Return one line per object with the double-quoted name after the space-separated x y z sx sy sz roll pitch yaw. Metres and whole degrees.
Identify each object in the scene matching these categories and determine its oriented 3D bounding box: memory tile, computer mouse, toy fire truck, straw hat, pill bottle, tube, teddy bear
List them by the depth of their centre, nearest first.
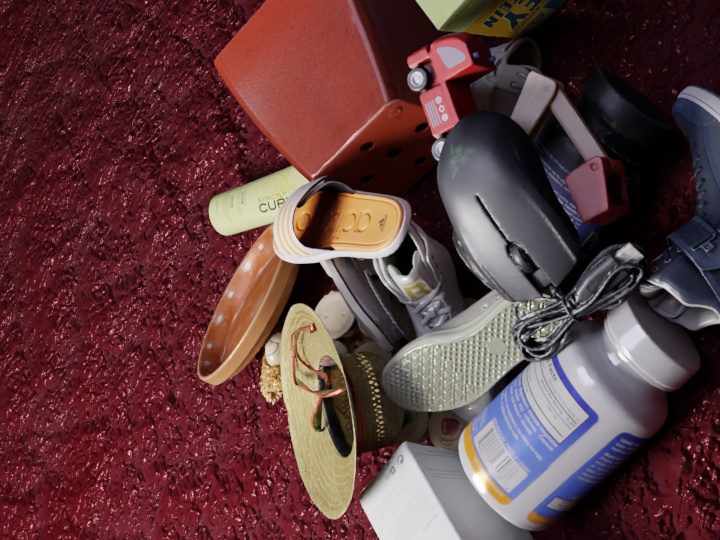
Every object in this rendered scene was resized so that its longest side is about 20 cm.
0.123 -0.039 1.019 0.138 0.052 0.201 -42 72 32 "computer mouse"
0.183 0.114 1.069 0.200 0.111 0.113 -48 47 25 "pill bottle"
0.129 -0.118 1.073 0.140 0.048 0.203 -25 77 31 "toy fire truck"
0.179 -0.073 1.136 0.201 0.111 0.112 -52 45 23 "pill bottle"
-0.005 0.123 1.207 0.201 0.084 0.204 173 90 -68 "straw hat"
0.032 0.096 1.264 0.197 0.017 0.156 2 73 31 "memory tile"
-0.037 0.096 1.351 0.199 0.066 0.147 30 97 47 "teddy bear"
-0.093 -0.088 1.495 0.198 0.052 0.059 -14 107 40 "tube"

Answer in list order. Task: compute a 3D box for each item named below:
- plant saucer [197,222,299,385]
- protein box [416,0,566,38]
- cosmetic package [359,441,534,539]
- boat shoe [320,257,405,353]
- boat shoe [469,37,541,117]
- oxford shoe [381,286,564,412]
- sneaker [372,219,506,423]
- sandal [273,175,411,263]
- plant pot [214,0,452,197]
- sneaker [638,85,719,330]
-0.120 0.037 1.441 0.201 0.032 0.201 -54 18 26 "plant saucer"
0.105 -0.339 1.200 0.135 0.198 0.201 -44 73 29 "protein box"
0.095 0.252 1.119 0.081 0.112 0.201 -52 43 23 "cosmetic package"
0.000 0.000 1.272 0.059 0.072 0.201 -32 43 -1 "boat shoe"
0.138 -0.164 1.199 0.069 0.071 0.201 -26 20 26 "boat shoe"
0.101 0.062 1.122 0.199 0.075 0.058 -35 16 31 "oxford shoe"
0.064 0.043 1.188 0.073 0.115 0.202 -30 61 13 "sneaker"
-0.032 -0.054 1.219 0.205 0.059 0.080 -1 67 54 "sandal"
0.003 -0.187 1.321 0.200 0.199 0.178 -41 58 31 "plant pot"
0.267 -0.047 1.029 0.145 0.077 0.204 -35 51 9 "sneaker"
